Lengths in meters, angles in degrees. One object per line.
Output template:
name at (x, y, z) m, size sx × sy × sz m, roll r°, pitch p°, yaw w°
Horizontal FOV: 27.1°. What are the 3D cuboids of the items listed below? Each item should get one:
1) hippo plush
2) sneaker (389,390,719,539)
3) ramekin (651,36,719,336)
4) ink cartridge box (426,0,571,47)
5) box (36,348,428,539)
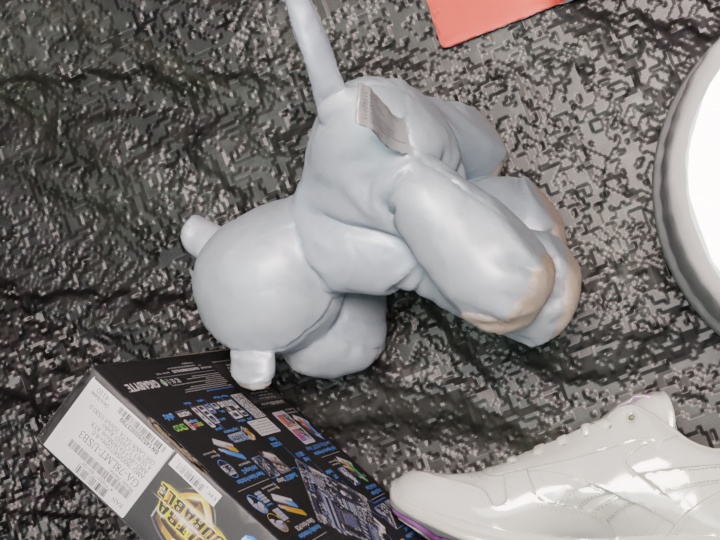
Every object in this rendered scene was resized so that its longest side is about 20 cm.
hippo plush at (0.000, 0.000, 0.727) m, size 0.161 × 0.199 × 0.160 m, roll -42°, pitch 58°, yaw 18°
sneaker at (0.114, 0.109, 0.756) m, size 0.197 × 0.075 × 0.101 m, roll 5°, pitch 75°, yaw 11°
ramekin at (0.236, -0.044, 0.705) m, size 0.198 × 0.098 × 0.204 m, roll 0°, pitch 89°, yaw 14°
ink cartridge box at (0.108, -0.226, 0.768) m, size 0.198 × 0.057 × 0.165 m, roll -19°, pitch 85°, yaw 9°
box at (-0.034, 0.121, 0.718) m, size 0.198 × 0.200 × 0.050 m, roll 43°, pitch 98°, yaw 10°
